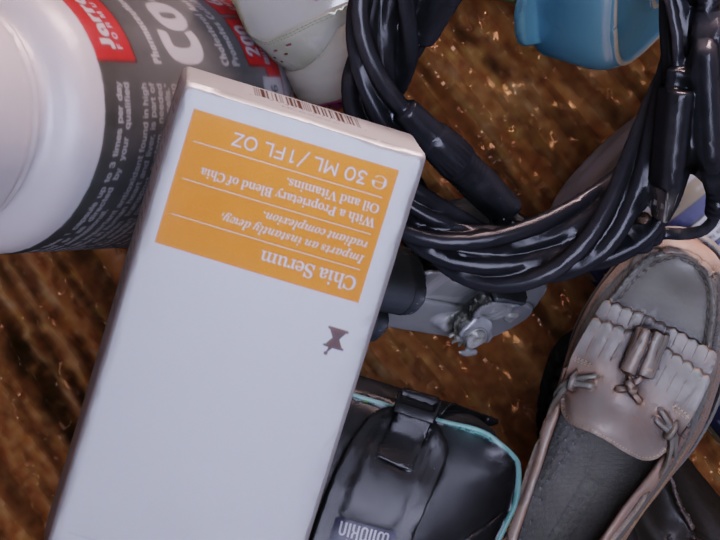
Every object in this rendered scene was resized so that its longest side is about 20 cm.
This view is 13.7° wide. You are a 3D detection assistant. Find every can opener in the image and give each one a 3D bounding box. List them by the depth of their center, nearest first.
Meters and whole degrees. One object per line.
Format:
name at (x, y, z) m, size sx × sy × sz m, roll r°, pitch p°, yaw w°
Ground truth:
can opener at (0.000, 0.000, 1.325) m, size 0.199 × 0.053 × 0.067 m, roll 5°, pitch 57°, yaw -41°

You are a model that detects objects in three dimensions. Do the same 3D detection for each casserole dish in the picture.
casserole dish at (0.144, -0.164, 1.313) m, size 0.039 × 0.121 × 0.200 m, roll 38°, pitch 72°, yaw 22°

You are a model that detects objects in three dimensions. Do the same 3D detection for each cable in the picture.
cable at (0.071, -0.094, 1.231) m, size 0.162 × 0.051 × 0.201 m, roll -7°, pitch 107°, yaw -2°

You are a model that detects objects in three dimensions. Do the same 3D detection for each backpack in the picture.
backpack at (-0.040, 0.140, 1.312) m, size 0.175 × 0.153 × 0.201 m, roll 17°, pitch 85°, yaw -11°

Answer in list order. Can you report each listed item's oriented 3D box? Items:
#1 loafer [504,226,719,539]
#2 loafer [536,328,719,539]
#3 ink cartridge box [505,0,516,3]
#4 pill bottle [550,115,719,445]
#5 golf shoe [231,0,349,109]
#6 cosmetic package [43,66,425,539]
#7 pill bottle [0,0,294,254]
loafer at (0.107, 0.078, 1.298) m, size 0.072 × 0.063 × 0.201 m, roll 26°, pitch 112°, yaw 5°
loafer at (0.136, 0.116, 1.390) m, size 0.071 × 0.073 × 0.201 m, roll -19°, pitch 105°, yaw -17°
ink cartridge box at (-0.001, -0.198, 1.320) m, size 0.199 × 0.067 × 0.118 m, roll 15°, pitch 95°, yaw -12°
pill bottle at (0.185, 0.019, 1.359) m, size 0.111 × 0.111 × 0.200 m, roll -40°, pitch 102°, yaw -3°
golf shoe at (0.026, -0.162, 1.260) m, size 0.092 × 0.075 × 0.200 m, roll 44°, pitch 89°, yaw -11°
cosmetic package at (-0.052, 0.031, 1.188) m, size 0.101 × 0.071 × 0.201 m, roll 16°, pitch 98°, yaw -6°
pill bottle at (-0.126, -0.065, 1.238) m, size 0.113 × 0.200 × 0.114 m, roll 2°, pitch 93°, yaw 33°
